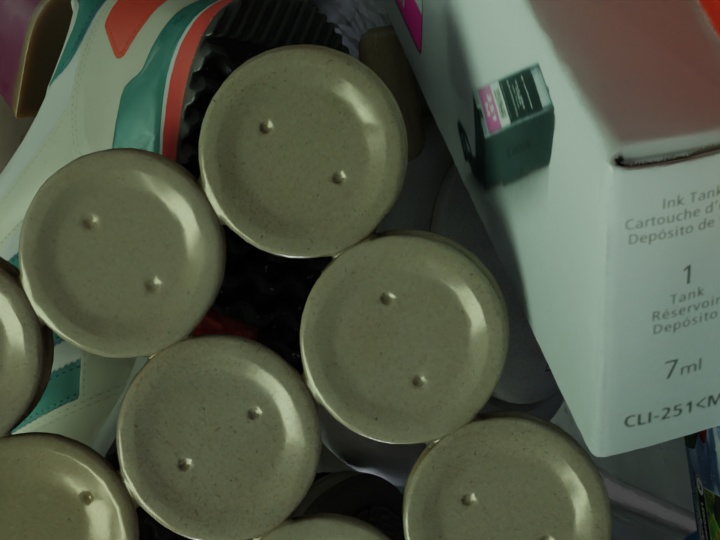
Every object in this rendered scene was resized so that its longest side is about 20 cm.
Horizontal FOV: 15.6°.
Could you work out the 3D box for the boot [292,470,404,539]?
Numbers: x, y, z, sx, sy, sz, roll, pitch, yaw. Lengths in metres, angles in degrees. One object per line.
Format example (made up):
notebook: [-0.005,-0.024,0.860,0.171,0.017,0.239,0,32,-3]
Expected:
boot: [-0.044,0.139,0.772,0.150,0.073,0.201,17,122,42]

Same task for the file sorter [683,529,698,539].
file sorter: [0.103,0.195,0.706,0.123,0.138,0.201,43,158,49]

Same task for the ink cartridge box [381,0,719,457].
ink cartridge box: [0.041,-0.088,0.599,0.174,0.043,0.201,86,167,-45]

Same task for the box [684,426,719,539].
box: [0.107,0.002,0.586,0.137,0.040,0.201,-138,36,-70]

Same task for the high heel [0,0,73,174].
high heel: [-0.116,-0.011,0.789,0.096,0.067,0.201,47,121,54]

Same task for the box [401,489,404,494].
box: [0.025,0.180,0.891,0.196,0.124,0.201,37,145,33]

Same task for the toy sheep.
toy sheep: [0.000,0.000,0.752,0.199,0.138,0.139,-6,113,42]

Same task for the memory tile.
memory tile: [-0.021,0.061,0.627,0.201,0.153,0.017,60,-174,-2]

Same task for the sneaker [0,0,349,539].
sneaker: [-0.066,0.018,0.691,0.093,0.070,0.201,22,101,46]
